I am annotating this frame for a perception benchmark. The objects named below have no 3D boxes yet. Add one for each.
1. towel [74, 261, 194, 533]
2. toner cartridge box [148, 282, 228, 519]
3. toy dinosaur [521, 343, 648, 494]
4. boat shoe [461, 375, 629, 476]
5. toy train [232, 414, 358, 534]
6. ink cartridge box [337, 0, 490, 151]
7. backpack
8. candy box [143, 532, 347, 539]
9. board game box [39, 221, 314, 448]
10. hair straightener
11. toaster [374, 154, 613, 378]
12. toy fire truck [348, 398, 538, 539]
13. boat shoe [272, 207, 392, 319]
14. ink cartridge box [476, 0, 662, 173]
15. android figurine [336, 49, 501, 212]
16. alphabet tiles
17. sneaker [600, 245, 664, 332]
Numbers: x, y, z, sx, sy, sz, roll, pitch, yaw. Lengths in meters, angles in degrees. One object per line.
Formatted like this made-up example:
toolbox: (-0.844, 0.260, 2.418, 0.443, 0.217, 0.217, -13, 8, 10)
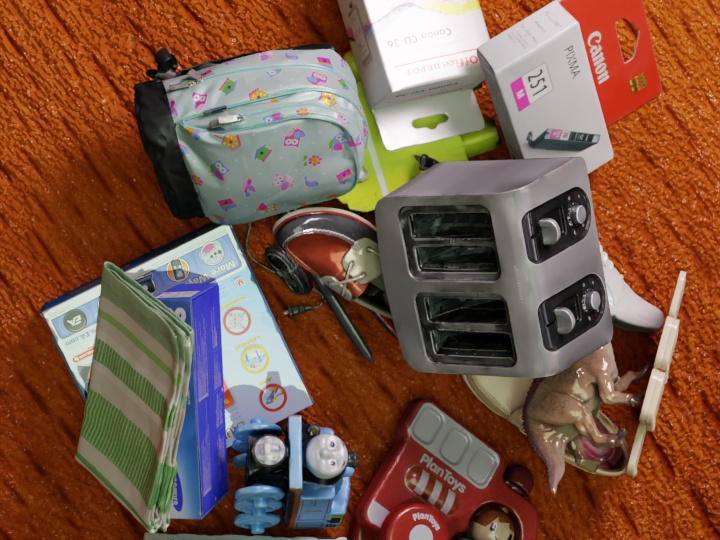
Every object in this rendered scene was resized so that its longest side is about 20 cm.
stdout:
towel: (-0.205, 0.115, 1.557, 0.023, 0.152, 0.202, -8, 119, -38)
toner cartridge box: (-0.156, 0.118, 1.593, 0.043, 0.095, 0.202, -1, 97, 12)
toy dinosaur: (0.195, 0.110, 1.656, 0.135, 0.086, 0.201, 28, 79, 2)
boat shoe: (0.190, 0.138, 1.723, 0.199, 0.069, 0.074, 33, 91, -11)
toy train: (-0.063, 0.191, 1.631, 0.113, 0.200, 0.088, -2, 70, -6)
ink cartridge box: (0.053, -0.224, 1.622, 0.116, 0.067, 0.202, -15, 85, -21)
backpack: (-0.092, -0.123, 1.580, 0.198, 0.167, 0.127, -13, 55, 2)
candy box: (-0.116, 0.342, 1.674, 0.198, 0.072, 0.169, 2, 118, -9)
board game box: (-0.175, 0.080, 1.665, 0.199, 0.056, 0.197, -25, 101, -5)
hair straightener: (-0.048, 0.014, 1.684, 0.077, 0.041, 0.200, -40, 103, -2)
toaster: (0.116, -0.007, 1.588, 0.118, 0.199, 0.183, -28, 113, -48)
toy fire truck: (0.096, 0.244, 1.711, 0.199, 0.112, 0.169, 36, 72, -12)
boat shoe: (0.000, 0.000, 1.638, 0.071, 0.063, 0.199, -33, 139, 32)
ink cartridge box: (0.211, -0.177, 1.644, 0.173, 0.044, 0.201, -31, 141, -4)
android figurine: (0.032, -0.131, 1.681, 0.198, 0.041, 0.184, -18, 100, -8)
alphabet tiles: (0.288, 0.102, 1.669, 0.014, 0.200, 0.197, 15, 85, 11)
sneaker: (0.221, -0.001, 1.712, 0.199, 0.070, 0.081, 27, 79, -14)
